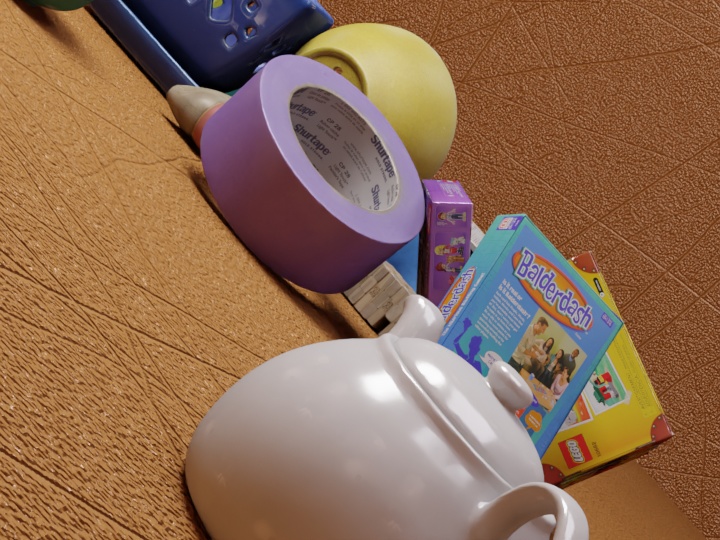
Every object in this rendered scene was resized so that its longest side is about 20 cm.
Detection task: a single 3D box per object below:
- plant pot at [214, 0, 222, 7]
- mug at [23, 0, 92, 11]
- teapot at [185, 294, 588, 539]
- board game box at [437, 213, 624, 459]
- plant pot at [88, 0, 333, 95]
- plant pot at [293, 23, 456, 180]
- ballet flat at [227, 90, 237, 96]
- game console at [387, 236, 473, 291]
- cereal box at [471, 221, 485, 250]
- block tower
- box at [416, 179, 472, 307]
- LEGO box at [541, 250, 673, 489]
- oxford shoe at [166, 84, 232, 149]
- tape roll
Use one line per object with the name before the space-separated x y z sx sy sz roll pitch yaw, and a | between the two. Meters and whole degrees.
plant pot | -0.249 -0.405 2.069 0.200 0.201 0.184 42 -4 -39
mug | -0.270 -0.300 1.460 0.152 0.114 0.185 46 5 -8
teapot | 0.024 0.102 0.792 0.200 0.146 0.197 50 7 20
board game box | 0.127 0.076 1.472 0.152 0.201 0.045 45 -22 -24
plant pot | -0.164 -0.281 1.788 0.200 0.180 0.200 48 6 3
plant pot | -0.013 -0.172 1.785 0.200 0.200 0.142 49 13 16
ballet flat | -0.120 -0.163 1.992 0.200 0.069 0.063 47 -23 -29
game console | 0.028 -0.041 1.902 0.172 0.119 0.200 44 6 -33
cereal box | 0.136 0.041 2.047 0.200 0.144 0.039 47 37 8
block tower | 0.000 0.000 1.742 0.201 0.058 0.054 51 7 17
box | 0.074 0.026 1.552 0.039 0.203 0.137 2 11 -2
LEGO box | 0.189 0.103 1.639 0.077 0.148 0.202 120 -51 -70
oxford shoe | -0.130 -0.145 1.692 0.075 0.071 0.200 42 2 19
tape roll | -0.041 -0.085 1.500 0.199 0.085 0.201 36 34 -28
